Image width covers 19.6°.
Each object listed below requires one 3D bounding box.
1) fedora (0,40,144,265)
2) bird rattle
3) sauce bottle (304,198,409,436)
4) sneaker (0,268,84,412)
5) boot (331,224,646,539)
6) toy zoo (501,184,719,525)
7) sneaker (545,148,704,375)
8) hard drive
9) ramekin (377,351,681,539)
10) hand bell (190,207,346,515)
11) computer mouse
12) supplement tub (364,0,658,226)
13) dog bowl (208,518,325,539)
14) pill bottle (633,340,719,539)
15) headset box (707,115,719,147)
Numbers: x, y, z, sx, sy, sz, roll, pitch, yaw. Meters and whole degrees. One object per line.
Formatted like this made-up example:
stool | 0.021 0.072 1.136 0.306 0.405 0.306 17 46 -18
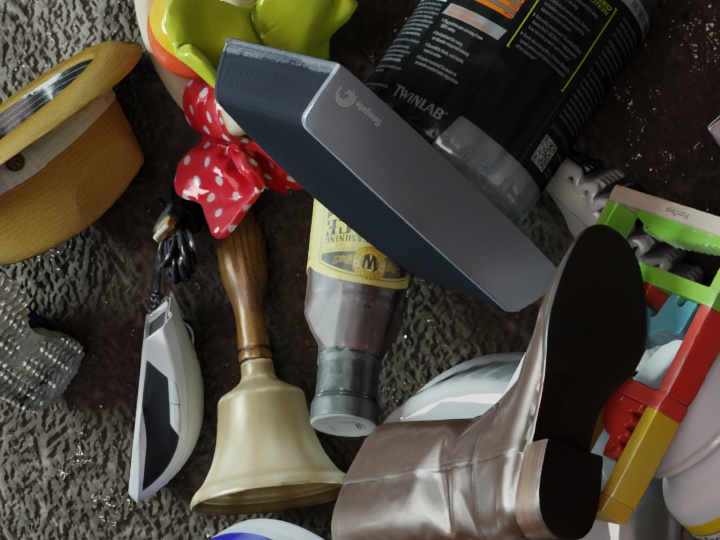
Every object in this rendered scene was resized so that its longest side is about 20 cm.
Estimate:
fedora | -0.205 -0.064 1.328 0.200 0.201 0.082 -31 108 17
bird rattle | -0.081 -0.130 1.277 0.112 0.200 0.163 -28 71 -20
sauce bottle | 0.000 0.000 1.265 0.066 0.066 0.201 -5 66 19
sneaker | -0.254 0.027 1.322 0.099 0.200 0.070 34 80 21
boot | 0.063 0.077 1.156 0.200 0.064 0.187 -22 44 55
toy zoo | 0.135 0.056 1.140 0.201 0.020 0.131 -62 30 -3
sneaker | 0.165 0.013 1.244 0.081 0.075 0.200 -43 77 24
hard drive | 0.012 -0.050 1.161 0.042 0.200 0.135 -55 34 -9
ramekin | 0.086 0.151 1.255 0.200 0.098 0.202 0 90 19
hand bell | -0.066 0.047 1.325 0.104 0.104 0.201 -12 74 19
computer mouse | -0.119 0.052 1.337 0.044 0.110 0.201 5 105 -6
supplement tub | 0.092 -0.133 1.220 0.122 0.123 0.200 32 81 16
dog bowl | -0.053 0.257 1.265 0.200 0.079 0.201 23 126 36
pill bottle | 0.242 0.122 1.161 0.200 0.114 0.114 42 104 -10
headset box | 0.275 -0.033 1.162 0.075 0.149 0.200 -36 79 14
